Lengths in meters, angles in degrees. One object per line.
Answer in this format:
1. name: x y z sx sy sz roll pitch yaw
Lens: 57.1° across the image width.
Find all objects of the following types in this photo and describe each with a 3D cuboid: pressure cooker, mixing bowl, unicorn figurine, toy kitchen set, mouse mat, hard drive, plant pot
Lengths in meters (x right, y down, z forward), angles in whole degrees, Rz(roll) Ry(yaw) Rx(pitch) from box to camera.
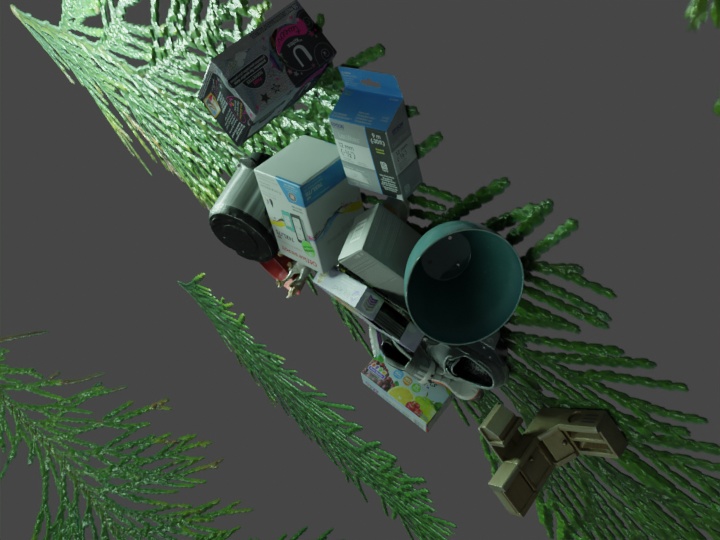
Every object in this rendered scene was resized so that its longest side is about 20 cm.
1. pressure cooker: -0.218 -0.147 1.446 0.176 0.203 0.176 30 152 -4
2. mixing bowl: -0.184 -0.051 1.606 0.199 0.109 0.201 41 166 12
3. unicorn figurine: -0.123 -0.037 1.467 0.074 0.137 0.201 43 139 8
4. toy kitchen set: 0.337 0.324 1.216 0.165 0.200 0.179 51 154 -11
5. mouse mat: 0.051 0.054 1.271 0.198 0.008 0.161 35 179 23
6. hard drive: 0.193 0.108 1.283 0.197 0.043 0.135 30 170 30
7. plant pot: 0.159 0.000 1.110 0.203 0.196 0.136 61 -174 -26

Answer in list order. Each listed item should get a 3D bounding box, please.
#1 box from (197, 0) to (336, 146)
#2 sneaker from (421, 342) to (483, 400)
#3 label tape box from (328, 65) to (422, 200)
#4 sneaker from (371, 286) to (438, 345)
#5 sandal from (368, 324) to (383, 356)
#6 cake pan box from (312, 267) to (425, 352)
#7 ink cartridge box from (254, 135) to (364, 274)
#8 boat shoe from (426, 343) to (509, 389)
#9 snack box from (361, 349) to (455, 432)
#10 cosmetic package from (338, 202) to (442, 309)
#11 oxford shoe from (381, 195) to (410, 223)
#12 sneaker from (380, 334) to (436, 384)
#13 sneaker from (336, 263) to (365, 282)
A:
1. box: -0.155 -0.327 1.105 0.115 0.200 0.132 48 154 -7
2. sneaker: 0.193 0.228 1.459 0.199 0.078 0.082 41 -179 41
3. label tape box: 0.018 -0.231 1.120 0.141 0.066 0.203 23 146 41
4. sneaker: 0.106 0.106 1.441 0.198 0.066 0.092 36 155 31
5. sandal: 0.064 0.214 1.659 0.048 0.084 0.207 -11 126 10
6. cake pan box: 0.017 0.073 1.316 0.183 0.053 0.199 37 174 -34
7. ink cartridge box: -0.092 -0.132 1.317 0.145 0.145 0.204 23 140 40
8. boat shoe: 0.207 0.186 1.358 0.197 0.070 0.072 21 113 37
9. snack box: 0.118 0.252 1.524 0.198 0.142 0.054 33 153 26
10. cosmetic package: 0.070 -0.016 1.205 0.198 0.109 0.089 38 147 -22
11. oxford shoe: 0.055 -0.072 1.286 0.074 0.058 0.202 35 152 19
12. sneaker: 0.079 0.165 1.453 0.114 0.076 0.200 27 -173 -34
13. sneaker: 0.000 0.000 1.395 0.076 0.083 0.200 64 164 3
